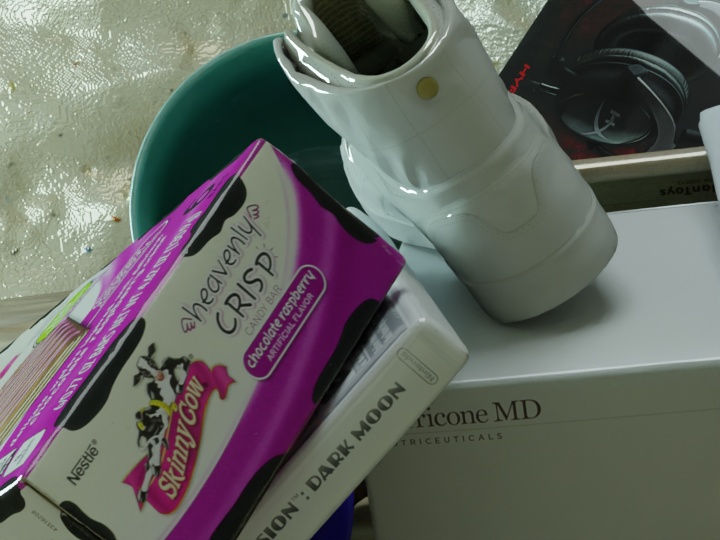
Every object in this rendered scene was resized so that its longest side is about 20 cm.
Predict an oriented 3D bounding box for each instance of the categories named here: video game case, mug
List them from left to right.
[{"bbox_3d":[-0.046,0.067,0.752,0.182,0.023,0.200,-49,12,4],"label":"video game case"},{"bbox_3d":[-0.011,-0.001,1.034,0.152,0.185,0.114,-20,-13,0],"label":"mug"}]

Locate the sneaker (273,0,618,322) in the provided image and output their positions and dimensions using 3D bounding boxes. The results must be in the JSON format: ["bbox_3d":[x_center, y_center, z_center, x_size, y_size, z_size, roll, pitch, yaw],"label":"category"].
[{"bbox_3d":[0.017,-0.064,0.828,0.074,0.116,0.200,-37,21,-3],"label":"sneaker"}]

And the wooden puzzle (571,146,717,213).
[{"bbox_3d":[0.139,0.037,0.927,0.185,0.200,0.046,-6,39,9],"label":"wooden puzzle"}]

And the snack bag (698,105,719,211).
[{"bbox_3d":[0.209,-0.027,0.769,0.188,0.021,0.200,-10,25,8],"label":"snack bag"}]

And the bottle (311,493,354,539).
[{"bbox_3d":[-0.061,0.079,0.939,0.065,0.084,0.200,14,7,-20],"label":"bottle"}]

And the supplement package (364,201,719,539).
[{"bbox_3d":[0.111,0.051,0.814,0.200,0.111,0.156,-6,19,11],"label":"supplement package"}]

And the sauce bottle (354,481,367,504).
[{"bbox_3d":[-0.038,0.089,1.103,0.200,0.066,0.066,-6,3,-33],"label":"sauce bottle"}]

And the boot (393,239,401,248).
[{"bbox_3d":[0.073,0.014,1.176,0.074,0.155,0.200,-37,-11,14],"label":"boot"}]

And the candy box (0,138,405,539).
[{"bbox_3d":[-0.086,0.059,0.717,0.200,0.061,0.136,-36,17,51],"label":"candy box"}]

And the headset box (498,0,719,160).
[{"bbox_3d":[0.171,-0.073,1.092,0.200,0.149,0.077,19,-23,36],"label":"headset box"}]
